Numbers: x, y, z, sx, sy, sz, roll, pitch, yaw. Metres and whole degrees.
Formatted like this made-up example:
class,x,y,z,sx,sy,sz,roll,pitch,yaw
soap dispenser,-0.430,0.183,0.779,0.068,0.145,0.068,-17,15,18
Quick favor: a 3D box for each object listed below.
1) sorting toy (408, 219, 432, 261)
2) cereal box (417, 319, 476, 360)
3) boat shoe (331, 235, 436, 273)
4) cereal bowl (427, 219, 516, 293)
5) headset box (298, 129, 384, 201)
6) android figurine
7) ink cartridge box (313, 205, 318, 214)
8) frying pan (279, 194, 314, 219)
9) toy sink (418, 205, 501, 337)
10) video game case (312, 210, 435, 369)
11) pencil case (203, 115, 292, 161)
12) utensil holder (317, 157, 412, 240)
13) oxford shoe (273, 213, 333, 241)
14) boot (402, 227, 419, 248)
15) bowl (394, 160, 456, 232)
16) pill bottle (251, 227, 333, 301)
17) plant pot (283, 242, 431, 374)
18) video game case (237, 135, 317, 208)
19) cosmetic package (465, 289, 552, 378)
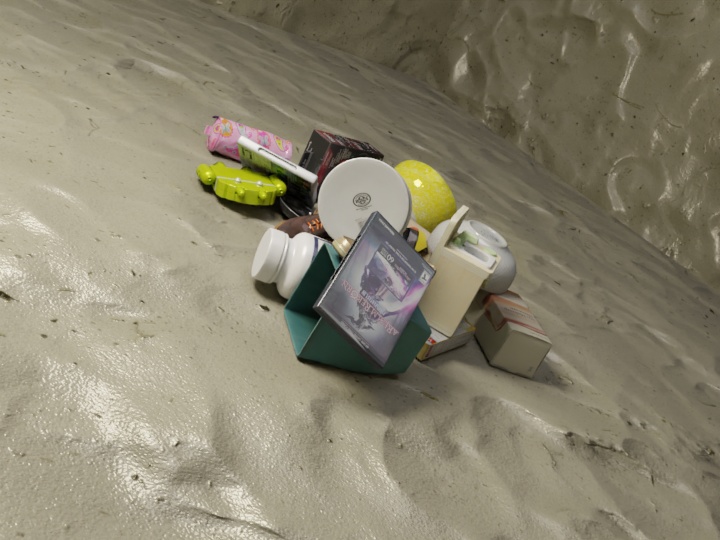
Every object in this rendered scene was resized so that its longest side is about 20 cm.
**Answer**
class,x,y,z,sx,sy,sz,roll,pitch,yaw
sorting toy,0.064,-0.059,1.810,0.185,0.036,0.200,35,47,-11
cereal box,0.114,0.097,1.651,0.144,0.040,0.200,37,23,25
boat shoe,0.041,-0.018,1.419,0.200,0.065,0.072,26,19,-35
cereal bowl,0.240,-0.044,1.820,0.199,0.084,0.200,26,22,-11
headset box,-0.062,-0.235,2.055,0.199,0.149,0.075,5,29,-45
android figurine,-0.242,-0.179,1.809,0.181,0.041,0.200,8,18,-21
ink cartridge box,-0.007,-0.126,1.935,0.165,0.075,0.200,37,20,-7
frying pan,-0.107,-0.116,1.885,0.115,0.031,0.190,46,16,27
toy sink,0.183,0.001,1.623,0.112,0.201,0.130,29,20,7
video game case,0.025,0.028,1.335,0.143,0.019,0.200,45,54,-20
pencil case,-0.257,-0.288,2.031,0.199,0.088,0.088,14,24,-29
utensil holder,0.009,-0.118,1.578,0.169,0.171,0.200,28,3,1
oxford shoe,-0.096,-0.087,1.743,0.200,0.072,0.071,-19,75,-54
boot,0.013,-0.047,1.721,0.174,0.069,0.201,27,55,-10
bowl,0.117,-0.146,2.073,0.200,0.201,0.108,37,53,22
pill bottle,-0.079,0.003,1.520,0.199,0.120,0.120,21,22,-18
plant pot,0.004,0.079,1.429,0.199,0.142,0.142,23,21,-25
video game case,-0.176,-0.208,1.891,0.182,0.022,0.200,29,-12,1
cosmetic package,0.290,0.114,1.764,0.103,0.088,0.200,20,22,-22
